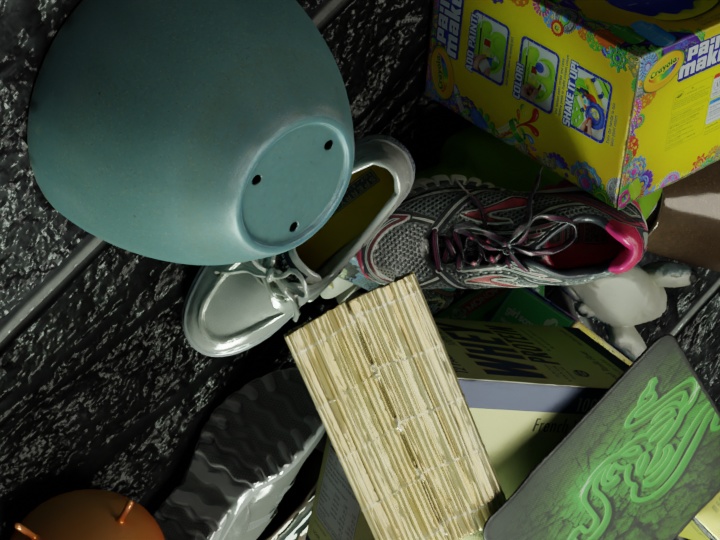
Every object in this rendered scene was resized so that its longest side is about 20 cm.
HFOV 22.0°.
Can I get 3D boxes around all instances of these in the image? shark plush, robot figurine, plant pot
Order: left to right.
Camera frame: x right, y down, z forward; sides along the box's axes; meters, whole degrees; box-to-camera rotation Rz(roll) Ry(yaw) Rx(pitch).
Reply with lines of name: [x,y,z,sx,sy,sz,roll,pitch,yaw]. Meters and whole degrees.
robot figurine: [-0.182,0.233,1.290,0.117,0.144,0.200,-49,148,-37]
plant pot: [-0.082,-0.081,1.131,0.200,0.135,0.200,-29,137,-30]
robot figurine: [0.138,-0.066,1.385,0.200,0.175,0.116,-20,98,-17]
shark plush: [0.184,0.011,1.552,0.200,0.083,0.091,11,109,-32]
plant pot: [0.305,-0.075,1.564,0.200,0.187,0.187,-4,123,-28]

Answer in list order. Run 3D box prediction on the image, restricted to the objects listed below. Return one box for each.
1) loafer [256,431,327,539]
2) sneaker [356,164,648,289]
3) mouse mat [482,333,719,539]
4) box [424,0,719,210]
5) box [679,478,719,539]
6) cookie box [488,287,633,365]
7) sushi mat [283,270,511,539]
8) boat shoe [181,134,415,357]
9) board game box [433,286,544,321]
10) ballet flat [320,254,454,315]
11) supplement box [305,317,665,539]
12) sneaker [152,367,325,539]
loafer: [-0.031,0.136,1.426,0.063,0.072,0.200,-6,125,-39]
sneaker: [0.096,-0.024,1.266,0.200,0.075,0.081,-7,109,4]
mouse mat: [0.185,0.159,1.325,0.200,0.008,0.161,-46,128,-12]
box: [0.185,-0.165,1.316,0.200,0.193,0.122,-26,135,-35]
box: [0.246,0.168,1.489,0.075,0.200,0.050,-47,109,-16]
cookie box: [0.131,0.129,1.544,0.200,0.075,0.171,-56,146,1]
sushi mat: [0.027,0.104,1.241,0.096,0.012,0.200,-24,111,-4]
boat shoe: [-0.045,-0.007,1.231,0.202,0.075,0.086,-38,-172,14]
board game box: [0.099,0.101,1.578,0.135,0.029,0.200,-32,139,-29]
ballet flat: [0.000,0.000,1.355,0.074,0.074,0.200,-56,141,2]
supplement box: [0.086,0.151,1.364,0.200,0.134,0.200,5,106,-25]
sneaker: [-0.089,0.154,1.387,0.200,0.075,0.082,-49,157,7]
